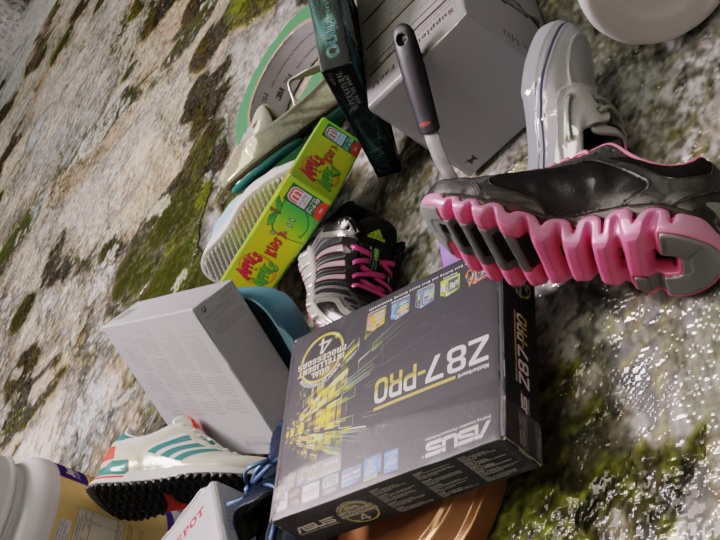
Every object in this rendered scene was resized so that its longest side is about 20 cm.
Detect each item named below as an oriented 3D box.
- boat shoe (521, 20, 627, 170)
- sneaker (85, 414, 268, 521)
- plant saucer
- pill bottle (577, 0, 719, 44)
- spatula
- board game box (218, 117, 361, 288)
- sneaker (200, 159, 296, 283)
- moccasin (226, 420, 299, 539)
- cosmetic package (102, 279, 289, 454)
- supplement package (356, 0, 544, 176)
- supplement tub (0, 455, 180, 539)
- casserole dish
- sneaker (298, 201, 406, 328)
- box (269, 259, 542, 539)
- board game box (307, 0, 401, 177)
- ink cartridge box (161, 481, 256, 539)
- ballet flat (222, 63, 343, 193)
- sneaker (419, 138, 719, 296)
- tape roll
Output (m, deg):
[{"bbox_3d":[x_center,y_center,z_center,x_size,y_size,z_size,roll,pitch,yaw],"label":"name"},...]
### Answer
[{"bbox_3d":[0.158,-0.090,0.825,0.067,0.073,0.201,-10,66,38],"label":"boat shoe"},{"bbox_3d":[-0.143,0.164,1.024,0.199,0.070,0.094,-7,43,23],"label":"sneaker"},{"bbox_3d":[0.031,0.150,0.848,0.200,0.032,0.201,-39,36,35],"label":"plant saucer"},{"bbox_3d":[0.192,-0.264,0.860,0.113,0.113,0.201,-45,33,28],"label":"pill bottle"},{"bbox_3d":[0.062,-0.092,0.894,0.056,0.201,0.021,-12,12,35],"label":"spatula"},{"bbox_3d":[-0.075,-0.039,1.104,0.200,0.047,0.102,-53,9,40],"label":"board game box"},{"bbox_3d":[-0.100,-0.069,1.212,0.200,0.074,0.082,-36,31,36],"label":"sneaker"},{"bbox_3d":[-0.063,0.182,0.876,0.200,0.068,0.081,-100,22,-59],"label":"moccasin"},{"bbox_3d":[-0.139,0.093,1.054,0.052,0.151,0.200,-37,15,-32],"label":"cosmetic package"},{"bbox_3d":[0.078,-0.202,0.990,0.117,0.117,0.201,-41,35,29],"label":"supplement package"},{"bbox_3d":[-0.277,0.260,1.080,0.145,0.199,0.146,-39,35,35],"label":"supplement tub"},{"bbox_3d":[-0.098,0.066,1.059,0.039,0.122,0.200,-38,19,-33],"label":"casserole dish"},{"bbox_3d":[0.000,0.000,0.985,0.088,0.073,0.200,-60,23,16],"label":"sneaker"},{"bbox_3d":[0.030,0.088,0.811,0.199,0.049,0.162,-26,43,32],"label":"box"},{"bbox_3d":[-0.008,-0.184,1.020,0.028,0.200,0.136,-15,66,8],"label":"board game box"},{"bbox_3d":[-0.110,0.289,0.902,0.145,0.083,0.200,-52,29,19],"label":"ink cartridge box"},{"bbox_3d":[-0.070,-0.158,1.193,0.200,0.062,0.067,-36,-3,-1],"label":"ballet flat"},{"bbox_3d":[0.138,-0.043,0.746,0.199,0.079,0.096,8,58,23],"label":"sneaker"},{"bbox_3d":[-0.066,-0.208,1.309,0.200,0.048,0.201,-39,36,36],"label":"tape roll"}]
